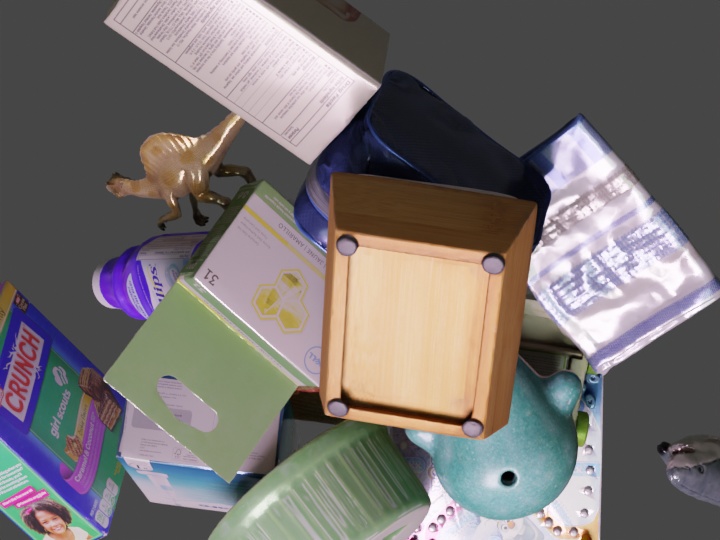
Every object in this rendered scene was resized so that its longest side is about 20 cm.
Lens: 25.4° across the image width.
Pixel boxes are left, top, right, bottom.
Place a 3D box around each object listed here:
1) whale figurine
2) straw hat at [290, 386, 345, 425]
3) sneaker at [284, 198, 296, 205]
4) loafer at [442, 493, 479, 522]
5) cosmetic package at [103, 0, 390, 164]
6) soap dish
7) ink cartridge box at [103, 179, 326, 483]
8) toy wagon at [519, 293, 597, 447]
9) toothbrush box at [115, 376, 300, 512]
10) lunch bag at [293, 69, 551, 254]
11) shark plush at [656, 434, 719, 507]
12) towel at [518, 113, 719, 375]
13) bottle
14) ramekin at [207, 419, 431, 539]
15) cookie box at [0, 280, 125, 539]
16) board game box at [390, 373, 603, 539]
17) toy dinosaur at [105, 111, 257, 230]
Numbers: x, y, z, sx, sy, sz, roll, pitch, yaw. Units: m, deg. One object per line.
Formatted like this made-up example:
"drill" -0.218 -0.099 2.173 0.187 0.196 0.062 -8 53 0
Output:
"whale figurine" 0.113 0.122 1.365 0.158 0.104 0.202 -14 111 7
"straw hat" -0.048 0.073 1.452 0.199 0.086 0.201 8 161 3
"sneaker" 0.000 0.000 1.389 0.198 0.089 0.076 9 129 1
"loafer" 0.107 0.217 1.545 0.199 0.076 0.067 -28 132 18
"cosmetic package" -0.085 -0.190 1.249 0.199 0.088 0.103 35 124 -17
"soap dish" 0.045 0.032 1.216 0.156 0.081 0.202 9 121 8
"ink cartridge box" -0.091 0.050 1.287 0.145 0.201 0.048 42 159 -20
"toy wagon" 0.131 0.120 1.445 0.154 0.040 0.202 9 103 2
"toothbrush box" -0.136 0.167 1.496 0.145 0.086 0.200 6 160 5
"lunch bag" 0.052 -0.044 1.299 0.199 0.136 0.132 37 122 -6
"shark plush" 0.350 0.223 1.516 0.090 0.084 0.200 -23 122 25
"towel" 0.195 -0.018 1.353 0.147 0.024 0.200 -35 101 31
"bottle" -0.162 0.009 1.393 0.199 0.065 0.084 -1 117 48
"ramekin" -0.031 0.227 1.426 0.098 0.199 0.200 50 129 16
"cookie box" -0.310 0.139 1.502 0.075 0.172 0.200 -28 120 25
"board game box" 0.125 0.186 1.492 0.198 0.026 0.202 1 98 6
"toy dinosaur" -0.136 -0.086 1.362 0.199 0.058 0.101 -30 118 29
